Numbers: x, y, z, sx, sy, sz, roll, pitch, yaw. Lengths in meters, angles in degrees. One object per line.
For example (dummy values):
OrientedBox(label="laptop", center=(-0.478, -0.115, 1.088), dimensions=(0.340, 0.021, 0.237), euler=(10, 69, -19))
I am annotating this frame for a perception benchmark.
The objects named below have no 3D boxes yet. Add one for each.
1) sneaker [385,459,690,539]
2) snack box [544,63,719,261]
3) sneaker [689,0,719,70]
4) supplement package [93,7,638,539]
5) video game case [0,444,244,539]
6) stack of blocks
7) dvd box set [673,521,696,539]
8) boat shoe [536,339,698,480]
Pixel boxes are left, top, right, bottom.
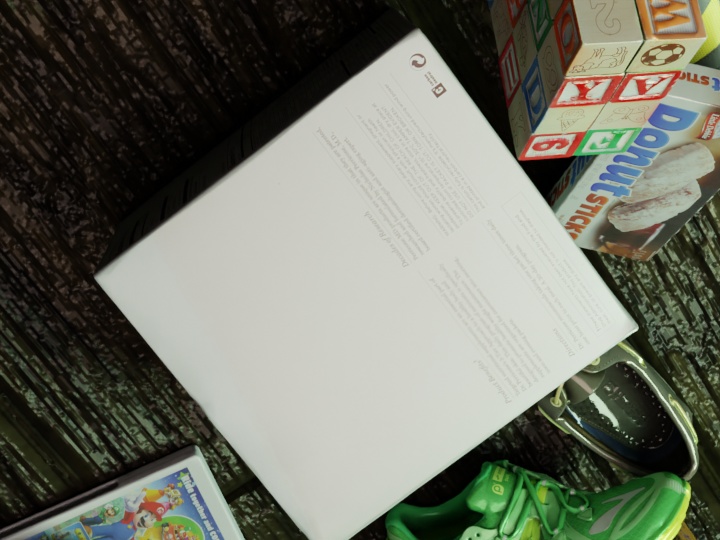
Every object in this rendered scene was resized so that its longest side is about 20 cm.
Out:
OrientedBox(label="sneaker", center=(0.104, 0.158, 0.976), dimensions=(0.200, 0.074, 0.084), euler=(-17, 109, 18))
OrientedBox(label="snack box", center=(0.157, -0.056, 0.860), dimensions=(0.072, 0.200, 0.024), euler=(13, 68, -6))
OrientedBox(label="sneaker", center=(0.175, -0.142, 0.825), dimensions=(0.084, 0.075, 0.200), euler=(15, 139, 7))
OrientedBox(label="supplement package", center=(0.000, 0.000, 0.843), dimensions=(0.200, 0.147, 0.191), euler=(-37, 102, 5))
OrientedBox(label="video game case", center=(-0.166, 0.206, 0.989), dimensions=(0.200, 0.018, 0.143), euler=(-23, 116, -2))
OrientedBox(label="stack of blocks", center=(0.099, -0.169, 0.768), dimensions=(0.058, 0.201, 0.115), euler=(-5, 159, -11))
OrientedBox(label="dvd box set", center=(0.186, 0.256, 0.990), dimensions=(0.029, 0.200, 0.146), euler=(30, 103, -23))
OrientedBox(label="boat shoe", center=(0.135, 0.061, 0.968), dimensions=(0.202, 0.060, 0.072), euler=(39, 102, -25))
